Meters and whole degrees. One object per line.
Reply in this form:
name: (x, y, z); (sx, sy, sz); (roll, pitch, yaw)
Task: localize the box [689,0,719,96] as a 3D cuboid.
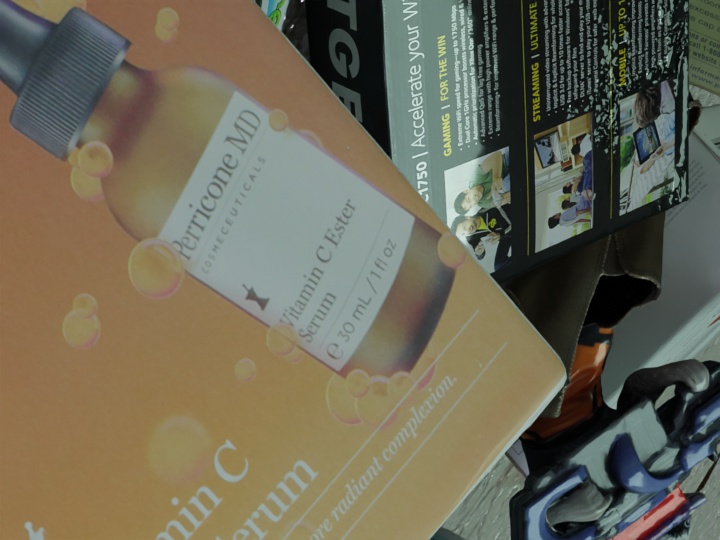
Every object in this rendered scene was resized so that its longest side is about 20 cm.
box: (0.208, -0.193, 0.892); (0.176, 0.096, 0.200); (-55, 160, -30)

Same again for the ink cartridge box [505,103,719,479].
ink cartridge box: (0.162, 0.005, 1.143); (0.200, 0.084, 0.175); (-48, 166, 25)

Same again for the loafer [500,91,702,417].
loafer: (0.104, -0.007, 0.930); (0.200, 0.071, 0.073); (-54, 168, -26)

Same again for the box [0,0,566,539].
box: (-0.075, 0.010, 0.534); (0.152, 0.200, 0.106); (-48, -163, -22)

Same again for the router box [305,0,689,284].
router box: (0.053, -0.098, 0.764); (0.149, 0.051, 0.201); (-23, 123, -30)

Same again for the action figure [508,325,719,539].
action figure: (0.123, 0.056, 1.026); (0.199, 0.194, 0.105); (-25, -173, -17)

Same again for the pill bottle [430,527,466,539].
pill bottle: (0.000, 0.170, 0.908); (0.200, 0.111, 0.111); (-5, 125, -61)

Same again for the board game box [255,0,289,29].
board game box: (-0.078, -0.057, 0.683); (0.126, 0.035, 0.201); (-29, 144, -50)
